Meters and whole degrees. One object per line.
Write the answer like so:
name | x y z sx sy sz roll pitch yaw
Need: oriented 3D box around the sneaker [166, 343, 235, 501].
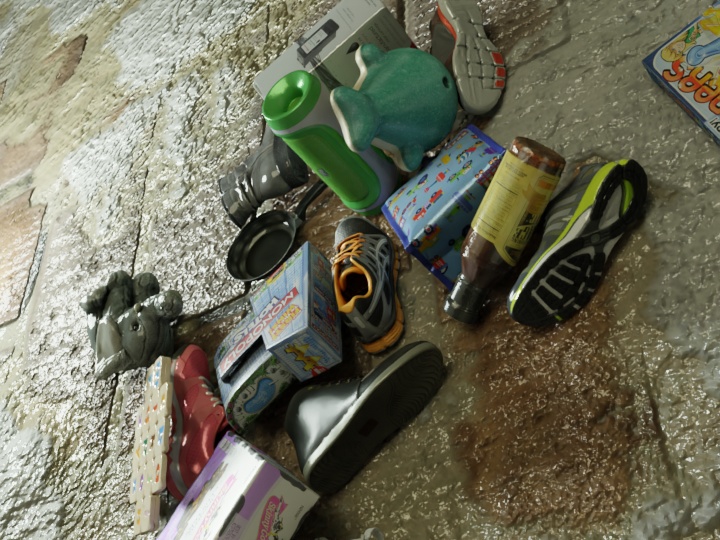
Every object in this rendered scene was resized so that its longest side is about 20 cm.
sneaker | -0.186 0.178 1.258 0.086 0.074 0.202 -17 56 17

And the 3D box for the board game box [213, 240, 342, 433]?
board game box | -0.095 0.082 1.203 0.200 0.062 0.200 -45 22 4

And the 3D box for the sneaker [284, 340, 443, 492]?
sneaker | -0.006 0.132 1.120 0.200 0.075 0.106 -45 40 5

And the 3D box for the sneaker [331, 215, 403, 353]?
sneaker | 0.000 0.000 1.217 0.078 0.077 0.201 -34 41 17

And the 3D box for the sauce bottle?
sauce bottle | 0.146 -0.038 1.089 0.066 0.065 0.202 48 121 49

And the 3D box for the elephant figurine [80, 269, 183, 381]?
elephant figurine | -0.290 0.088 1.349 0.141 0.156 0.200 -29 30 -13

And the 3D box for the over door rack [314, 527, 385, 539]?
over door rack | -0.056 0.347 0.991 0.147 0.067 0.201 -19 29 31

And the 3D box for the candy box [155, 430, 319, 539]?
candy box | -0.138 0.267 1.073 0.169 0.071 0.200 -56 14 -10

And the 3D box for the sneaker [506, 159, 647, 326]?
sneaker | 0.215 -0.029 1.071 0.201 0.074 0.081 -52 25 -7

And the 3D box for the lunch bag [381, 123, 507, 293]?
lunch bag | 0.102 -0.092 1.202 0.150 0.094 0.200 -44 30 8

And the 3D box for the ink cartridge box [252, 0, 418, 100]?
ink cartridge box | -0.020 -0.254 1.378 0.200 0.145 0.084 -40 44 8

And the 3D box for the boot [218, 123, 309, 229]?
boot | -0.144 -0.156 1.457 0.131 0.070 0.201 -31 33 19

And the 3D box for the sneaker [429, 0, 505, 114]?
sneaker | 0.129 -0.266 1.335 0.082 0.076 0.202 -52 35 46

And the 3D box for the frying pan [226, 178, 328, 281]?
frying pan | -0.110 -0.061 1.393 0.114 0.031 0.191 16 67 46

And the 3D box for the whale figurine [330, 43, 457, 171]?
whale figurine | 0.045 -0.197 1.222 0.103 0.161 0.199 -19 3 33

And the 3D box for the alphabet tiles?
alphabet tiles | -0.246 0.208 1.230 0.196 0.014 0.202 141 134 -62

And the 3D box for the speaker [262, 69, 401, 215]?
speaker | -0.031 -0.152 1.266 0.088 0.200 0.089 -22 46 26

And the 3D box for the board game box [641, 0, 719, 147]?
board game box | 0.395 -0.199 1.061 0.135 0.034 0.201 -38 42 11
